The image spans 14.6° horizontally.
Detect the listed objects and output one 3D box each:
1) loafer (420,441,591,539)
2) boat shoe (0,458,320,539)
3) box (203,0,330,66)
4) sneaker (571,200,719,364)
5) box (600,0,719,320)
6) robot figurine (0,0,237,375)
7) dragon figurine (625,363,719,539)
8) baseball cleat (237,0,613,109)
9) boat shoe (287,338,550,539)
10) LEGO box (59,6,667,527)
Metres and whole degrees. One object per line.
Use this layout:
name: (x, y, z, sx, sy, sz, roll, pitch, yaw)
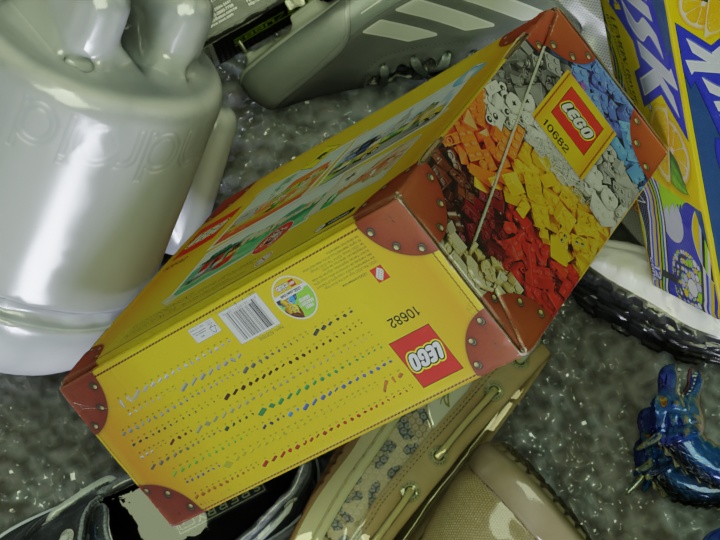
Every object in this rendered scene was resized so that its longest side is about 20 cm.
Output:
loafer: (0.095, 0.161, 1.158, 0.067, 0.076, 0.200, -38, 94, 5)
boat shoe: (-0.106, 0.124, 1.172, 0.200, 0.068, 0.072, -27, 82, -4)
box: (-0.073, -0.197, 1.236, 0.200, 0.048, 0.193, -31, 80, -4)
sneaker: (0.188, 0.020, 1.187, 0.200, 0.074, 0.079, 30, 77, 5)
box: (0.138, -0.087, 1.101, 0.064, 0.070, 0.200, -17, 109, -16)
robot figurine: (-0.128, -0.040, 1.151, 0.169, 0.113, 0.200, 3, 122, -35)
dragon figurine: (0.171, 0.134, 1.171, 0.099, 0.059, 0.200, -11, 75, 0)
baseball cleat: (0.051, -0.100, 1.208, 0.200, 0.070, 0.107, -29, 88, -1)
boat shoe: (0.012, 0.104, 1.172, 0.063, 0.073, 0.200, 25, 81, 7)
LEGO box: (0.000, 0.000, 1.093, 0.077, 0.200, 0.149, 52, 41, -11)
